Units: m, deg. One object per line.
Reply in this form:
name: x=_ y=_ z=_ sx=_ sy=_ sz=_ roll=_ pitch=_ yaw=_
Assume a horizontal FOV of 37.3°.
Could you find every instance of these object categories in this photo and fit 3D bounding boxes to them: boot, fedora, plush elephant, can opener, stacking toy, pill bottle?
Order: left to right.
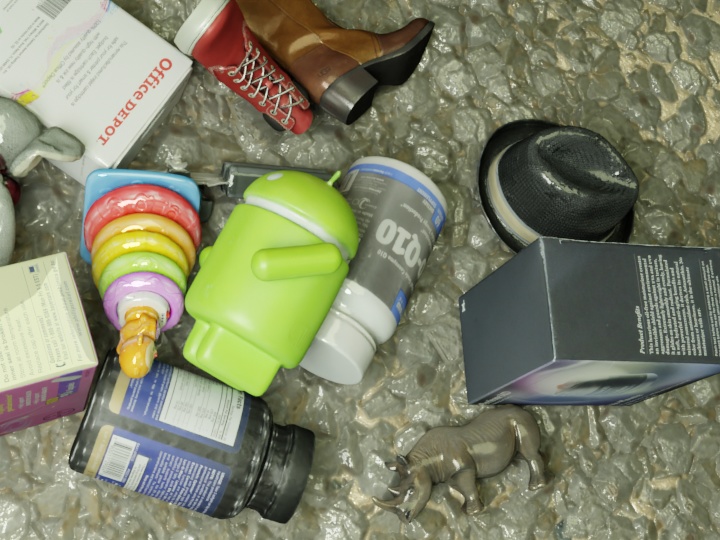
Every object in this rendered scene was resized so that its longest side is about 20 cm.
plush elephant: x=-0.337 y=-0.086 z=0.927 sx=0.164 sy=0.201 sz=0.155 roll=38 pitch=50 yaw=5
stacking toy: x=-0.190 y=0.013 z=0.926 sx=0.108 sy=0.117 sz=0.202 roll=5 pitch=42 yaw=-15
pill bottle: x=-0.145 y=0.151 z=0.936 sx=0.197 sy=0.112 sz=0.113 roll=21 pitch=66 yaw=-11
can opener: x=-0.122 y=-0.079 z=1.064 sx=0.197 sy=0.053 sz=0.068 roll=-2 pitch=107 yaw=-18
boot: x=-0.102 y=-0.194 z=1.026 sx=0.144 sy=0.200 sz=0.073 roll=43 pitch=91 yaw=-2
boot: x=-0.037 y=-0.267 z=1.159 sx=0.199 sy=0.069 sz=0.188 roll=40 pitch=63 yaw=11
pill bottle: x=0.000 y=0.000 z=1.037 sx=0.113 sy=0.114 sz=0.202 roll=29 pitch=66 yaw=-7
fedora: x=0.228 y=-0.094 z=1.159 sx=0.197 sy=0.092 sz=0.204 roll=6 pitch=71 yaw=-17

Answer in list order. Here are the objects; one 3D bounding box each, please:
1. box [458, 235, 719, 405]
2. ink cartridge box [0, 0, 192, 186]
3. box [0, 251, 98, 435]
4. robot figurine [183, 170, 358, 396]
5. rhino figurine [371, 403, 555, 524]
box: x=0.224 y=0.059 z=1.048 sx=0.195 sy=0.200 sz=0.125 roll=3 pitch=71 yaw=-17
ink cartridge box: x=-0.282 y=-0.190 z=1.019 sx=0.199 sy=0.084 sz=0.146 roll=35 pitch=65 yaw=-5
box: x=-0.325 y=0.080 z=0.861 sx=0.197 sy=0.176 sz=0.098 roll=-15 pitch=76 yaw=-23
robot figurine: x=-0.075 y=0.003 z=0.924 sx=0.115 sy=0.175 sz=0.202 roll=32 pitch=78 yaw=-19
rhino figurine: x=0.098 y=0.191 z=1.036 sx=0.197 sy=0.060 sz=0.089 roll=-15 pitch=80 yaw=-22
